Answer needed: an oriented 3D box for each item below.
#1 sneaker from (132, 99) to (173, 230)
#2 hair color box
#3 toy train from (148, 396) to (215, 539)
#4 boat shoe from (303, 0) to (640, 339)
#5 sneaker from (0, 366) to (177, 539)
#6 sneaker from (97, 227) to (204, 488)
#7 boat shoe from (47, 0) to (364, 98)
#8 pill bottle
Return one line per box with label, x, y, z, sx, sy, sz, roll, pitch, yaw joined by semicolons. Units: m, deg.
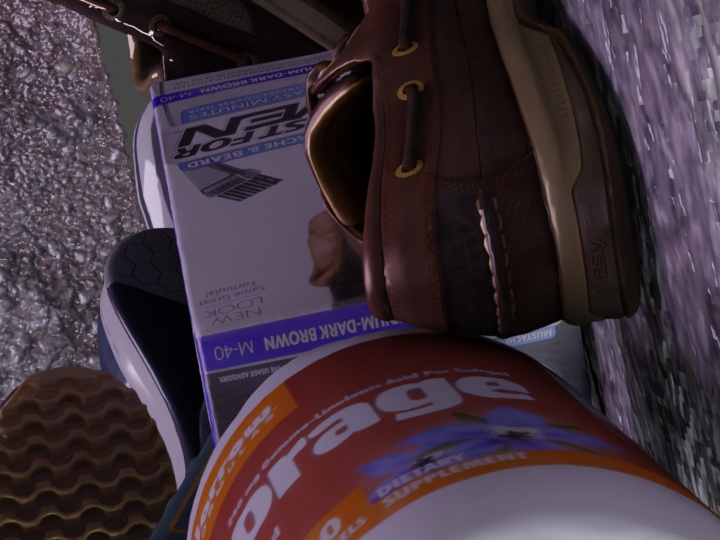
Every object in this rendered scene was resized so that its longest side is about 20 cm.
sneaker;-0.047;0.020;1.020;0.079;0.078;0.201;-16;105;52
hair color box;-0.003;-0.008;0.769;0.200;0.108;0.065;-109;8;-63
toy train;-0.006;0.078;0.762;0.200;0.113;0.086;-63;-28;-56
boat shoe;0.017;-0.044;0.634;0.200;0.067;0.072;-108;6;-63
sneaker;-0.086;0.134;0.811;0.090;0.074;0.201;109;151;-66
sneaker;-0.054;0.106;0.903;0.147;0.076;0.203;110;146;-43
boat shoe;-0.060;-0.095;0.894;0.199;0.072;0.072;25;-155;-34
pill bottle;0.019;0.076;0.550;0.200;0.111;0.113;-136;32;-76
